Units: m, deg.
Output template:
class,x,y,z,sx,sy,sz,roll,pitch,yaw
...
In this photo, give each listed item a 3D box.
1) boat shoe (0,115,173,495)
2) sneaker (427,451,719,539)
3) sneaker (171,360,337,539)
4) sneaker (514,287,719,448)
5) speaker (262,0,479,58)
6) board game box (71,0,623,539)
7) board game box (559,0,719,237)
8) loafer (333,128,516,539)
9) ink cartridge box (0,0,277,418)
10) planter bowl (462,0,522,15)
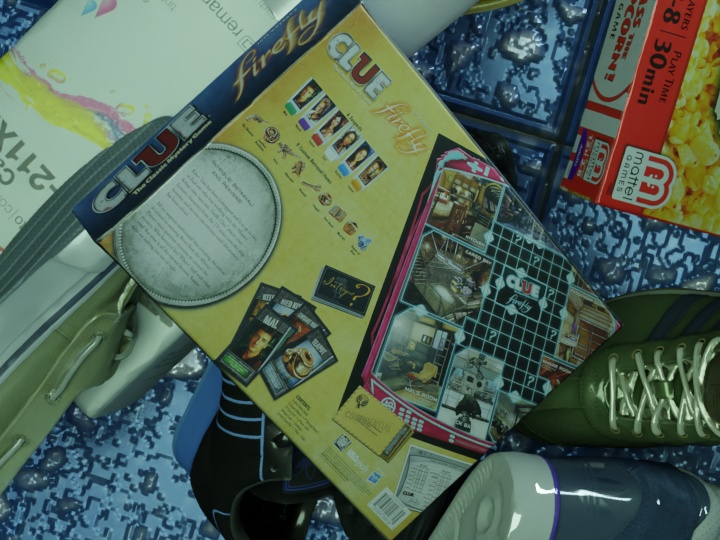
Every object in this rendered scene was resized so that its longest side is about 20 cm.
class,x,y,z,sx,sy,sz,roll,pitch,yaw
boat shoe,-0.127,0.021,1.026,0.062,0.072,0.200,39,105,-21
sneaker,0.091,0.157,1.069,0.146,0.081,0.200,11,133,-22
sneaker,-0.028,0.044,1.039,0.078,0.070,0.200,55,145,35
sneaker,0.154,0.042,1.043,0.200,0.090,0.067,-6,94,10
speaker,0.048,-0.157,0.969,0.200,0.081,0.081,-38,87,10
board game box,0.000,0.000,0.972,0.135,0.035,0.200,-42,124,-1
board game box,0.199,-0.079,1.011,0.200,0.046,0.152,13,97,-18
loafer,0.033,0.034,1.075,0.068,0.070,0.201,24,115,34
ink cartridge box,-0.088,-0.054,1.081,0.200,0.083,0.146,-44,87,9
planter bowl,0.040,-0.208,1.049,0.200,0.083,0.201,1,93,10
